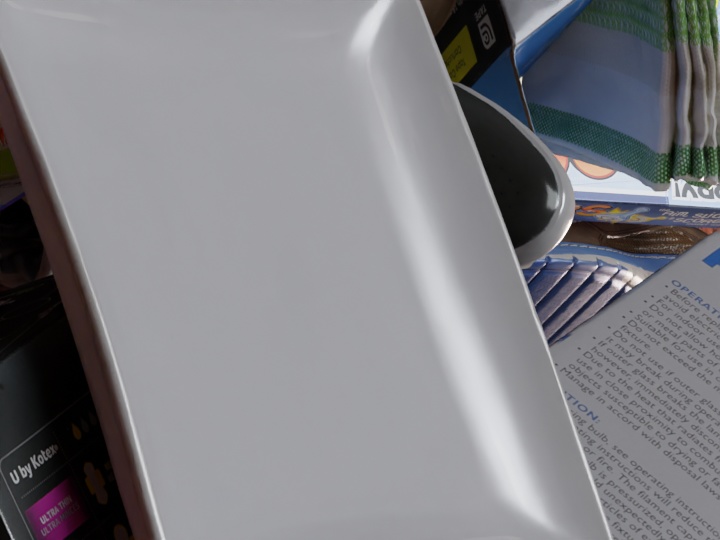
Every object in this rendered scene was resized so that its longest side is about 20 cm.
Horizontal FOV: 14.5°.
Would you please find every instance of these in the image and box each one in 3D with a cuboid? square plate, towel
[{"bbox_3d":[-0.020,0.002,0.773,0.198,0.028,0.200,-2,69,-54],"label":"square plate"},{"bbox_3d":[0.088,-0.136,1.088,0.031,0.149,0.200,-12,105,-22],"label":"towel"}]

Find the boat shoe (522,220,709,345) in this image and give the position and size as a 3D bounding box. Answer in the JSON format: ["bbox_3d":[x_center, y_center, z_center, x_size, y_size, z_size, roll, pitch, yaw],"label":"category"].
[{"bbox_3d":[0.094,-0.003,1.271,0.200,0.072,0.072,8,46,-52],"label":"boat shoe"}]

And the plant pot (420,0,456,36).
[{"bbox_3d":[-0.038,-0.174,1.057,0.093,0.201,0.201,-11,82,-20],"label":"plant pot"}]

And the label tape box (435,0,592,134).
[{"bbox_3d":[0.043,-0.118,1.095,0.063,0.144,0.200,-12,77,-21],"label":"label tape box"}]

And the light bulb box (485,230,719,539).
[{"bbox_3d":[0.074,0.121,0.948,0.125,0.198,0.200,42,40,15],"label":"light bulb box"}]

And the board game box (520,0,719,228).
[{"bbox_3d":[0.090,-0.089,1.214,0.200,0.034,0.135,2,75,-23],"label":"board game box"}]

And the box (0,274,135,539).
[{"bbox_3d":[-0.096,0.117,0.771,0.200,0.148,0.124,66,30,-10],"label":"box"}]

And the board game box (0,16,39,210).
[{"bbox_3d":[-0.189,-0.071,0.725,0.200,0.045,0.135,-10,82,-31],"label":"board game box"}]

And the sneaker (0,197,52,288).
[{"bbox_3d":[-0.099,-0.023,0.948,0.200,0.073,0.071,37,69,-47],"label":"sneaker"}]

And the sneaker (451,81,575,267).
[{"bbox_3d":[-0.025,-0.060,0.961,0.071,0.200,0.099,-61,159,-5],"label":"sneaker"}]
